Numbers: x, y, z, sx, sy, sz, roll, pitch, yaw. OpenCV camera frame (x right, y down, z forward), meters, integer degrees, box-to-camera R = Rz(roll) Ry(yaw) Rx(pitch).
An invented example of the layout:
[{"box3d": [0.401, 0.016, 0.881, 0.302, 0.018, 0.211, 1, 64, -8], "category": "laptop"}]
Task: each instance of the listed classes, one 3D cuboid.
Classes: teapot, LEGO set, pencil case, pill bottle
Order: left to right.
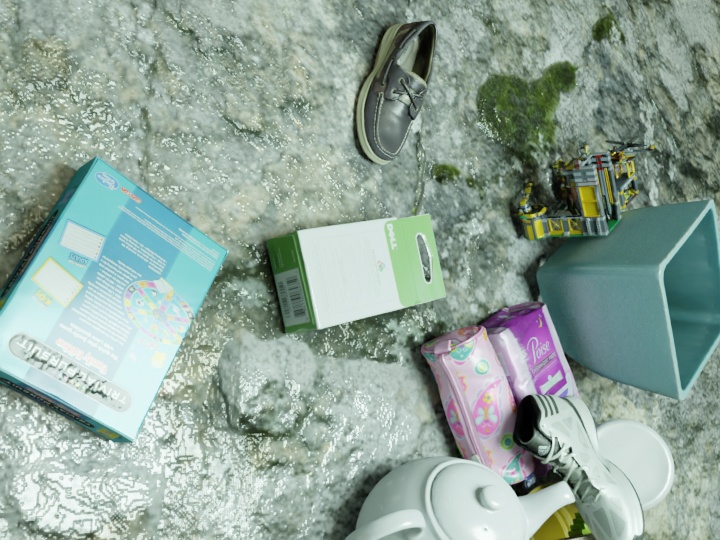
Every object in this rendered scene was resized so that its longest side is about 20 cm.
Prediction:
[{"box3d": [0.096, 0.266, 0.824, 0.197, 0.146, 0.200, 33, 40, 2], "category": "teapot"}, {"box3d": [0.142, 0.167, 0.964, 0.087, 0.087, 0.200, -25, 99, -41], "category": "pencil case"}, {"box3d": [0.303, -0.130, 1.121, 0.200, 0.154, 0.116, -34, 116, -35], "category": "LEGO set"}, {"box3d": [0.335, 0.260, 1.043, 0.200, 0.113, 0.113, 56, 38, -69], "category": "pill bottle"}]

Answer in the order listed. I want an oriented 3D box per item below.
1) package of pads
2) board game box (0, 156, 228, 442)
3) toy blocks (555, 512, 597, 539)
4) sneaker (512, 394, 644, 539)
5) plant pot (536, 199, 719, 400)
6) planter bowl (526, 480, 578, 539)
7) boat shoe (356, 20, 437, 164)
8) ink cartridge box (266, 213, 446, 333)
[{"box3d": [0.218, 0.150, 1.040, 0.120, 0.076, 0.200, -26, 98, -44], "category": "package of pads"}, {"box3d": [-0.224, 0.026, 0.705, 0.151, 0.047, 0.200, 38, 59, -29], "category": "board game box"}, {"box3d": [0.236, 0.378, 0.893, 0.137, 0.100, 0.200, 2, 69, -31], "category": "toy blocks"}, {"box3d": [0.231, 0.227, 0.908, 0.115, 0.076, 0.201, 13, 40, -34], "category": "sneaker"}, {"box3d": [0.359, 0.031, 1.093, 0.196, 0.200, 0.197, -39, 120, -39], "category": "plant pot"}, {"box3d": [0.210, 0.358, 0.982, 0.200, 0.083, 0.201, 9, 76, -39], "category": "planter bowl"}, {"box3d": [0.050, -0.224, 0.981, 0.072, 0.065, 0.200, 32, 62, -33], "category": "boat shoe"}, {"box3d": [0.000, 0.000, 0.894, 0.200, 0.059, 0.104, -11, 88, -42], "category": "ink cartridge box"}]
